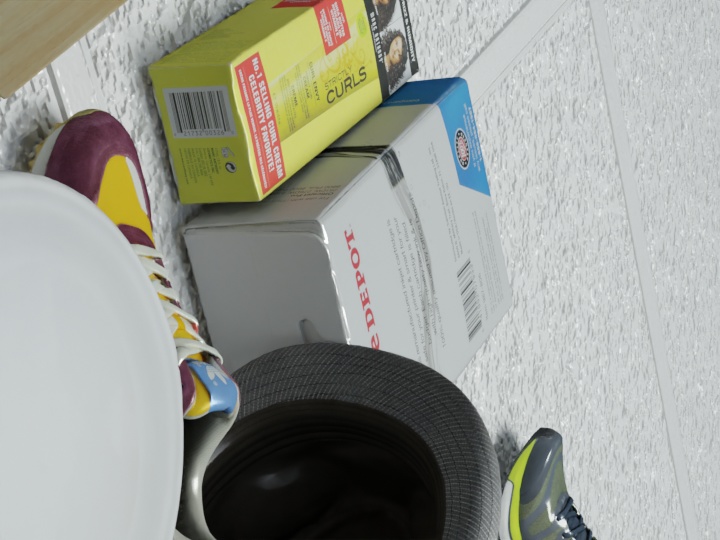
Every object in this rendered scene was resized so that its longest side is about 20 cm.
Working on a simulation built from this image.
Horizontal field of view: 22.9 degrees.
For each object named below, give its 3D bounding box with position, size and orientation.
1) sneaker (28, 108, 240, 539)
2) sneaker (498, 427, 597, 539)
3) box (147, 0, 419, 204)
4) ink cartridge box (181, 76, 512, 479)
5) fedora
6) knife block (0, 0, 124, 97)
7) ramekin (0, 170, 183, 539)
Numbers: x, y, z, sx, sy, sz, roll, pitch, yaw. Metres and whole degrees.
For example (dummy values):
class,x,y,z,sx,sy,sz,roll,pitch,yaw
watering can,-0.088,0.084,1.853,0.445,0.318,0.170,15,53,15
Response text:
class,x,y,z,sx,sy,sz,roll,pitch,yaw
sneaker,-0.092,0.030,0.763,0.075,0.090,0.201,-6,95,-62
sneaker,0.148,0.202,1.229,0.074,0.081,0.201,-38,123,-57
box,-0.034,-0.105,0.922,0.200,0.050,0.076,-42,127,-55
ink cartridge box,0.000,0.000,0.947,0.200,0.084,0.145,-47,129,-55
fedora,-0.021,0.141,0.819,0.090,0.176,0.201,73,31,-49
knife block,-0.072,-0.162,0.658,0.064,0.175,0.201,37,72,-38
ramekin,-0.156,0.065,0.637,0.202,0.094,0.203,1,88,-63
